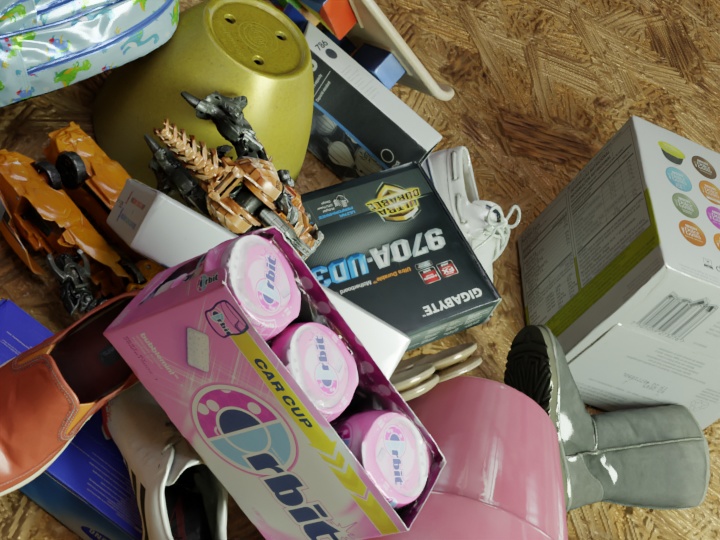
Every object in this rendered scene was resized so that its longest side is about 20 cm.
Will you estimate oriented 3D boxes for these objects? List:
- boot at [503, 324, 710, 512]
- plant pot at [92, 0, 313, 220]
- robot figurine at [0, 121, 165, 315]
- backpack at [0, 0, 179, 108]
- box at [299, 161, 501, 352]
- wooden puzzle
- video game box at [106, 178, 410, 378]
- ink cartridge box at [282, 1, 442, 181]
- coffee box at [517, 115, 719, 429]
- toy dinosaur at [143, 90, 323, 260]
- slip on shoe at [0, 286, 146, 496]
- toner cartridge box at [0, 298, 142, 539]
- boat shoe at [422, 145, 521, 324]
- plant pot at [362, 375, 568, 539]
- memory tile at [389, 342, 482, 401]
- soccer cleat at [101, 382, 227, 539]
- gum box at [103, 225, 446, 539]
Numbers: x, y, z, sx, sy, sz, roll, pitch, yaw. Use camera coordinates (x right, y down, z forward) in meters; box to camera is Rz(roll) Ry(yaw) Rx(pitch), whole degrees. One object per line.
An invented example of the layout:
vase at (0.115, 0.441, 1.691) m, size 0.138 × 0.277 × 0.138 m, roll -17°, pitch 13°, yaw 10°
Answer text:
boot at (0.231, 0.136, 1.101) m, size 0.199 × 0.072 × 0.183 m, roll -2°, pitch 86°, yaw -29°
plant pot at (-0.119, -0.158, 1.073) m, size 0.199 × 0.142 × 0.201 m, roll 19°, pitch 46°, yaw -21°
robot figurine at (-0.207, -0.025, 0.958) m, size 0.200 × 0.058 × 0.145 m, roll 49°, pitch 43°, yaw 11°
backpack at (-0.246, -0.222, 0.993) m, size 0.199 × 0.154 × 0.163 m, roll -9°, pitch 38°, yaw -22°
box at (0.000, 0.000, 1.059) m, size 0.199 × 0.046 × 0.159 m, roll -18°, pitch 66°, yaw -27°
wooden puzzle at (-0.021, -0.237, 1.188) m, size 0.200 × 0.046 × 0.185 m, roll 41°, pitch -5°, yaw -36°
video game box at (-0.081, 0.004, 0.869) m, size 0.199 × 0.047 × 0.182 m, roll 31°, pitch 0°, yaw -18°
ink cartridge box at (-0.025, -0.156, 1.172) m, size 0.200 × 0.100 × 0.039 m, roll 41°, pitch 44°, yaw 4°
coffee box at (0.296, 0.010, 1.181) m, size 0.199 × 0.200 × 0.198 m, roll 20°, pitch 45°, yaw -21°
toy dinosaur at (-0.094, -0.072, 0.943) m, size 0.102 × 0.200 × 0.136 m, roll -35°, pitch 58°, yaw -14°
slip on shoe at (-0.198, 0.077, 0.779) m, size 0.200 × 0.061 × 0.074 m, roll -36°, pitch 83°, yaw -8°
toner cartridge box at (-0.204, 0.116, 0.849) m, size 0.200 × 0.043 × 0.095 m, roll 38°, pitch 43°, yaw -1°
boat shoe at (0.114, -0.043, 1.171) m, size 0.075 × 0.086 × 0.203 m, roll 55°, pitch 17°, yaw -48°
plant pot at (0.067, 0.182, 0.861) m, size 0.199 × 0.200 × 0.179 m, roll 30°, pitch 47°, yaw -11°
memory tile at (-0.019, 0.099, 0.891) m, size 0.153 × 0.200 × 0.017 m, roll -23°, pitch 92°, yaw -46°
soccer cleat at (-0.124, 0.126, 0.801) m, size 0.068 × 0.085 × 0.201 m, roll 4°, pitch 53°, yaw -32°
gum box at (-0.054, 0.073, 0.736) m, size 0.200 × 0.113 × 0.066 m, roll 55°, pitch 42°, yaw -17°
